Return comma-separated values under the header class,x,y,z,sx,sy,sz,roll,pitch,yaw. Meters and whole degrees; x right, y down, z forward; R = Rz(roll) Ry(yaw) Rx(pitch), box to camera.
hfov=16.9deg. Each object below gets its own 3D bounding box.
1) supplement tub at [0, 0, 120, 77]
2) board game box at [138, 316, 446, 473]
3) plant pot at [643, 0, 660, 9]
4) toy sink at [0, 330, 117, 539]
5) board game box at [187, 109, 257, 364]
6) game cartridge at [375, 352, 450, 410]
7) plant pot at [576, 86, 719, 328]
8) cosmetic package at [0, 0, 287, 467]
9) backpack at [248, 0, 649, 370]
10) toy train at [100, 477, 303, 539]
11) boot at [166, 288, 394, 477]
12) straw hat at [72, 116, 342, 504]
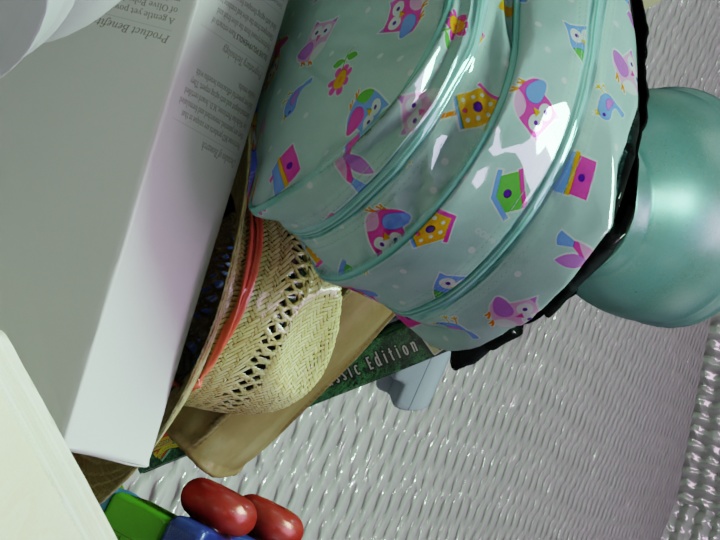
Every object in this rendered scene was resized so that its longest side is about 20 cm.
class,x,y,z,sx,sy,sz,roll,pitch,yaw
supplement tub,-0.100,-0.156,0.711,0.200,0.144,0.146,-59,160,-45
board game box,-0.012,0.046,1.204,0.024,0.199,0.105,65,22,-6
plant pot,0.071,-0.180,1.083,0.201,0.199,0.135,-62,-177,-39
toy sink,-0.179,0.116,0.690,0.201,0.130,0.112,-61,140,-40
board game box,-0.073,-0.029,1.150,0.200,0.044,0.135,-36,140,-67
game cartridge,0.029,-0.034,1.325,0.200,0.041,0.134,-108,-149,-54
plant pot,0.216,-0.055,1.976,0.134,0.200,0.202,4,104,-47
cosmetic package,-0.107,-0.040,0.878,0.085,0.107,0.201,23,84,-70
backpack,0.033,-0.063,0.906,0.167,0.126,0.201,-47,-156,36
toy train,-0.090,0.125,1.096,0.085,0.115,0.200,-62,162,-3
boot,0.000,0.000,1.116,0.200,0.066,0.175,-47,172,8
straw hat,-0.055,0.015,0.990,0.201,0.085,0.202,-46,-146,44
